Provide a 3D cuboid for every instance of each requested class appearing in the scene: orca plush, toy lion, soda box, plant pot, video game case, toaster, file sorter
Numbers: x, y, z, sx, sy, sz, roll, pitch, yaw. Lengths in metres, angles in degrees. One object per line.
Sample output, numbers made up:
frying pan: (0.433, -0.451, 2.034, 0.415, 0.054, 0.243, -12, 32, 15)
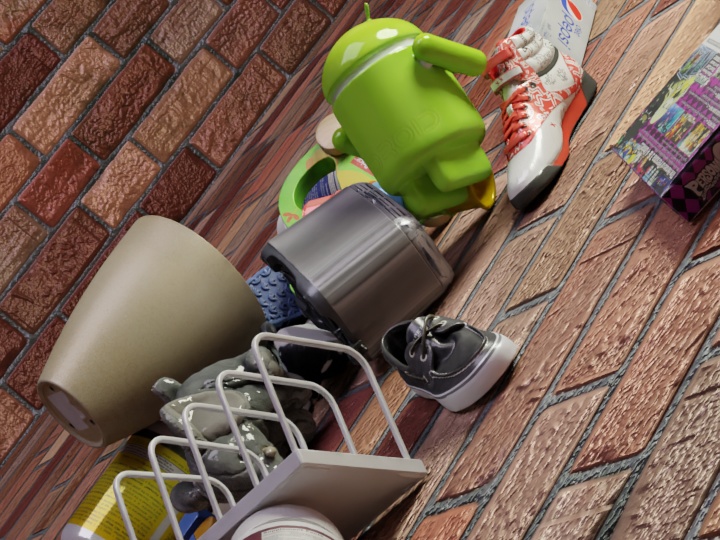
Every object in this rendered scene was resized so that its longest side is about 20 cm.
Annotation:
orca plush: (-0.057, 0.092, 1.914, 0.200, 0.105, 0.071, -146, 65, -76)
toy lion: (-0.012, -0.048, 1.977, 0.200, 0.069, 0.192, 34, 77, 37)
soda box: (0.198, -0.243, 2.016, 0.068, 0.063, 0.200, -42, 14, 30)
plant pot: (-0.228, 0.079, 1.925, 0.200, 0.187, 0.187, -46, 8, -27)
video game case: (0.275, -0.132, 1.420, 0.181, 0.036, 0.200, -48, 11, 8)
toaster: (0.000, 0.000, 1.802, 0.129, 0.114, 0.200, -40, 28, -5)
file sorter: (-0.079, 0.160, 1.476, 0.200, 0.138, 0.125, -44, 55, 29)

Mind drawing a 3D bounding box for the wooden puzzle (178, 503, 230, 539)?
wooden puzzle: (-0.163, 0.280, 1.764, 0.200, 0.046, 0.185, -50, 11, -1)

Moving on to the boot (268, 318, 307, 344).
boot: (-0.138, 0.113, 2.127, 0.200, 0.076, 0.168, -46, 13, -15)

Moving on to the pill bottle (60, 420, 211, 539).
pill bottle: (-0.232, 0.260, 1.929, 0.200, 0.112, 0.112, -54, 12, -23)

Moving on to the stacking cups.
stacking cups: (0.035, -0.065, 1.893, 0.199, 0.061, 0.061, -15, 28, 28)

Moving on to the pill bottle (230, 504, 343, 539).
pill bottle: (-0.049, 0.237, 1.293, 0.110, 0.109, 0.200, -48, 11, 8)

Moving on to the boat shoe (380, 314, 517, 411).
boat shoe: (0.063, 0.064, 1.531, 0.070, 0.066, 0.200, -51, 11, -8)

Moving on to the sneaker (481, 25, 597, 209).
sneaker: (0.149, -0.149, 1.787, 0.067, 0.108, 0.202, -39, 16, 44)

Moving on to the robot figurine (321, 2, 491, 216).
robot figurine: (0.040, -0.152, 1.794, 0.115, 0.200, 0.176, -20, -19, -41)

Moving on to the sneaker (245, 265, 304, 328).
sneaker: (-0.047, 0.015, 2.030, 0.200, 0.070, 0.078, -29, -21, -15)

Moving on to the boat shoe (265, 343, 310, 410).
boat shoe: (-0.093, 0.130, 1.939, 0.073, 0.062, 0.200, -47, 11, 16)

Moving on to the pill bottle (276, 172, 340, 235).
pill bottle: (-0.016, -0.077, 2.188, 0.200, 0.111, 0.111, -34, 19, 53)

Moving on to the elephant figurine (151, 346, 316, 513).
elephant figurine: (-0.124, 0.162, 1.737, 0.155, 0.142, 0.200, -35, 12, 26)
